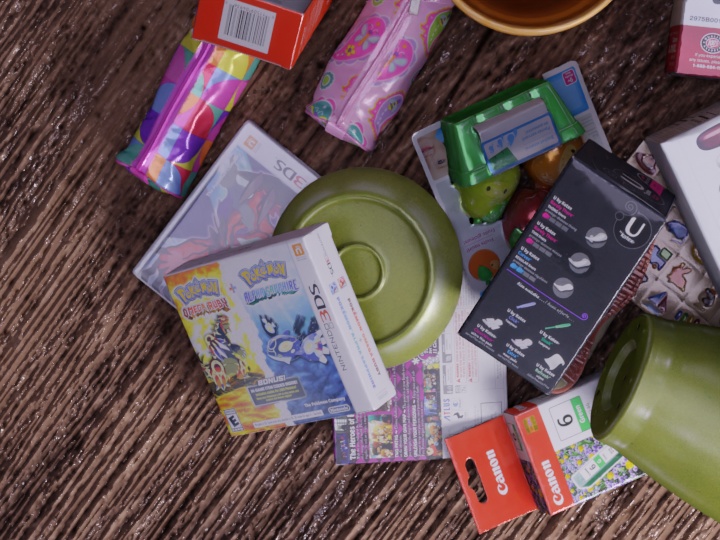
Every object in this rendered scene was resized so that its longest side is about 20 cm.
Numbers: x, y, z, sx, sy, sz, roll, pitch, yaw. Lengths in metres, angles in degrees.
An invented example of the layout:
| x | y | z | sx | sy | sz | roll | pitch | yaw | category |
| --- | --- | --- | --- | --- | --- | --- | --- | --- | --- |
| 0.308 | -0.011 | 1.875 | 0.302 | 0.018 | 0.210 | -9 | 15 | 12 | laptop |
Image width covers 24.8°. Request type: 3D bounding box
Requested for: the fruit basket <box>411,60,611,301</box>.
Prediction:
| x | y | z | sx | sy | sz | roll | pitch | yaw | category |
| --- | --- | --- | --- | --- | --- | --- | --- | --- | --- |
| 0.168 | -0.079 | 1.606 | 0.184 | 0.094 | 0.201 | -24 | 97 | -6 | fruit basket |

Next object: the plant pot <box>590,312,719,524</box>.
| x | y | z | sx | sy | sz | roll | pitch | yaw | category |
| --- | --- | --- | --- | --- | --- | --- | --- | --- | --- |
| 0.329 | 0.135 | 1.555 | 0.192 | 0.200 | 0.201 | 23 | 97 | -6 | plant pot |

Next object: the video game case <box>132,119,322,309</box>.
| x | y | z | sx | sy | sz | roll | pitch | yaw | category |
| --- | --- | --- | --- | --- | --- | --- | --- | --- | --- |
| -0.104 | -0.020 | 1.678 | 0.182 | 0.023 | 0.200 | 38 | 97 | 0 | video game case |

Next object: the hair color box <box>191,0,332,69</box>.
| x | y | z | sx | sy | sz | roll | pitch | yaw | category |
| --- | --- | --- | --- | --- | --- | --- | --- | --- | --- |
| -0.083 | -0.267 | 1.560 | 0.101 | 0.200 | 0.062 | 18 | 122 | 3 | hair color box |

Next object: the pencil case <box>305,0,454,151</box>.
| x | y | z | sx | sy | sz | roll | pitch | yaw | category |
| --- | --- | --- | --- | --- | --- | --- | --- | --- | --- |
| 0.025 | -0.220 | 1.617 | 0.087 | 0.087 | 0.201 | 32 | 98 | 1 | pencil case |

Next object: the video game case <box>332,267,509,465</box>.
| x | y | z | sx | sy | sz | roll | pitch | yaw | category |
| --- | --- | --- | --- | --- | --- | --- | --- | --- | --- |
| 0.058 | 0.092 | 1.658 | 0.180 | 0.036 | 0.202 | -3 | 96 | -4 | video game case |

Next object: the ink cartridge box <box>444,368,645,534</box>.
| x | y | z | sx | sy | sz | roll | pitch | yaw | category |
| --- | --- | --- | --- | --- | --- | --- | --- | --- | --- |
| 0.195 | 0.180 | 1.635 | 0.199 | 0.050 | 0.110 | -22 | 93 | -10 | ink cartridge box |

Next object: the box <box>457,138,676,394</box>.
| x | y | z | sx | sy | sz | roll | pitch | yaw | category |
| --- | --- | --- | --- | --- | --- | --- | --- | --- | --- |
| 0.193 | -0.005 | 1.520 | 0.106 | 0.122 | 0.201 | 33 | 109 | 6 | box |

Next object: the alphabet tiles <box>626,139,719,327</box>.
| x | y | z | sx | sy | sz | roll | pitch | yaw | category |
| --- | --- | --- | --- | --- | --- | --- | --- | --- | --- |
| 0.330 | -0.030 | 1.650 | 0.200 | 0.008 | 0.167 | 39 | 98 | 1 | alphabet tiles |

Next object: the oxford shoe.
| x | y | z | sx | sy | sz | roll | pitch | yaw | category |
| --- | --- | --- | --- | --- | --- | --- | --- | --- | --- |
| 0.227 | 0.025 | 1.622 | 0.071 | 0.074 | 0.201 | 34 | 106 | 7 | oxford shoe |

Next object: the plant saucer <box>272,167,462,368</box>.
| x | y | z | sx | sy | sz | roll | pitch | yaw | category |
| --- | --- | --- | --- | --- | --- | --- | --- | --- | --- |
| 0.000 | 0.000 | 1.604 | 0.199 | 0.031 | 0.202 | 1 | 96 | 15 | plant saucer |

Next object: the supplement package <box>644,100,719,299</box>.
| x | y | z | sx | sy | sz | roll | pitch | yaw | category |
| --- | --- | --- | --- | --- | --- | --- | --- | --- | --- |
| 0.367 | -0.058 | 1.562 | 0.110 | 0.156 | 0.201 | -26 | 93 | 7 | supplement package |

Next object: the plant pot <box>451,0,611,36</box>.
| x | y | z | sx | sy | sz | roll | pitch | yaw | category |
| --- | --- | --- | --- | --- | --- | --- | --- | --- | --- |
| 0.159 | -0.318 | 1.546 | 0.199 | 0.183 | 0.202 | 0 | 94 | 4 | plant pot |

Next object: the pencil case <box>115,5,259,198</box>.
| x | y | z | sx | sy | sz | roll | pitch | yaw | category |
| --- | --- | --- | --- | --- | --- | --- | --- | --- | --- |
| -0.168 | -0.174 | 1.638 | 0.088 | 0.088 | 0.201 | 28 | 98 | 2 | pencil case |

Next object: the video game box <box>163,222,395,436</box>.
| x | y | z | sx | sy | sz | roll | pitch | yaw | category |
| --- | --- | --- | --- | --- | --- | --- | --- | --- | --- |
| -0.081 | 0.061 | 1.602 | 0.199 | 0.047 | 0.183 | -15 | 100 | 40 | video game box |

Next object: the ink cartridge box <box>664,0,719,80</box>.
| x | y | z | sx | sy | sz | roll | pitch | yaw | category |
| --- | --- | --- | --- | --- | --- | --- | --- | --- | --- |
| 0.380 | -0.282 | 1.582 | 0.145 | 0.083 | 0.201 | 6 | 96 | 5 | ink cartridge box |
